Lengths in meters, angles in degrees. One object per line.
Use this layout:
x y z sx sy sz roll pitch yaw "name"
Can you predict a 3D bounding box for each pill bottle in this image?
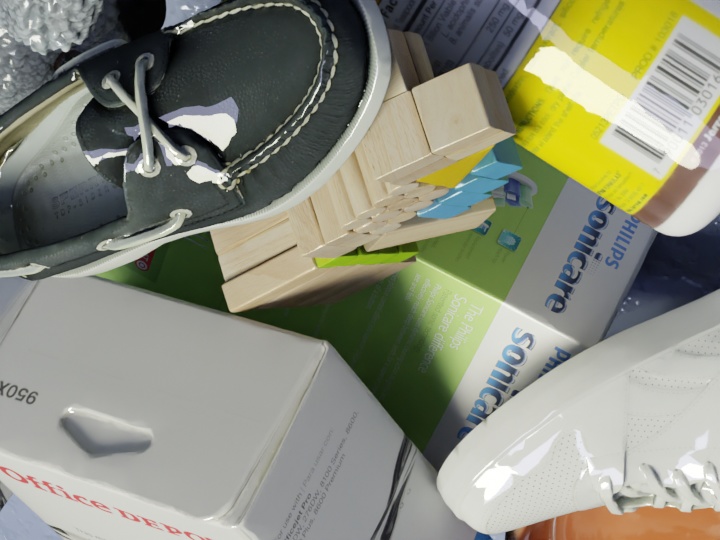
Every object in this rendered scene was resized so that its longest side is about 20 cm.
0.061 -0.106 0.990 0.200 0.109 0.109 33 139 -2 "pill bottle"

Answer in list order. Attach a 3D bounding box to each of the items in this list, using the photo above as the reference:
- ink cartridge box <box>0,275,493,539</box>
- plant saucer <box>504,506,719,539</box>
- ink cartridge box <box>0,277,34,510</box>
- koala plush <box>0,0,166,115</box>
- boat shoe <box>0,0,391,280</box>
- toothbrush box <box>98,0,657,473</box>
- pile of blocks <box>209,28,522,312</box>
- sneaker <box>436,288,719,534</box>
-0.046 0.093 1.110 0.145 0.084 0.200 14 157 33 "ink cartridge box"
0.160 0.118 1.179 0.200 0.032 0.200 3 137 3 "plant saucer"
-0.243 0.086 1.288 0.145 0.200 0.084 6 131 26 "ink cartridge box"
-0.139 -0.130 1.039 0.184 0.177 0.200 12 145 14 "koala plush"
-0.072 -0.042 0.942 0.200 0.060 0.076 -32 72 41 "boat shoe"
0.000 0.000 1.147 0.200 0.086 0.146 28 141 4 "toothbrush box"
0.007 -0.045 0.990 0.200 0.082 0.062 -40 65 61 "pile of blocks"
0.136 0.076 1.057 0.200 0.116 0.074 -28 157 6 "sneaker"
